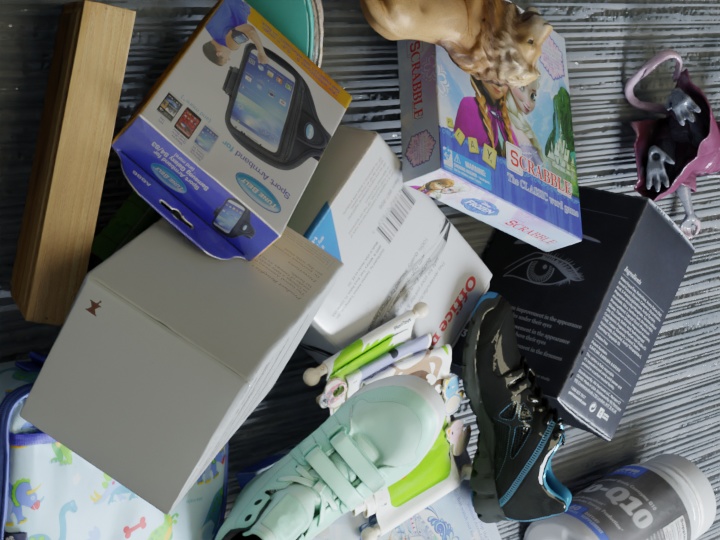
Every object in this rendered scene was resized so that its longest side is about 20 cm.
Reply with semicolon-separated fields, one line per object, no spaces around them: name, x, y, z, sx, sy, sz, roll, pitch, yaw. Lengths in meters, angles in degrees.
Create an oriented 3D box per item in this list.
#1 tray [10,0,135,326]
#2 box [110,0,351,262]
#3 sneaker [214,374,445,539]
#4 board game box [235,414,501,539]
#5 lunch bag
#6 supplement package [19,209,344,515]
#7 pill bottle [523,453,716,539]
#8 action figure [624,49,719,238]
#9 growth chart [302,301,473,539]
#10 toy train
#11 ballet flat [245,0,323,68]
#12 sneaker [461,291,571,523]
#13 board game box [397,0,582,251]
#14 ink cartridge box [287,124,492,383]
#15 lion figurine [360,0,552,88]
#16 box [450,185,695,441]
tray;-0.189;-0.072;0.904;0.037;0.099;0.201;11;95;-21
box;-0.084;-0.095;0.934;0.119;0.041;0.200;40;37;-15
sneaker;-0.023;0.160;1.007;0.074;0.200;0.118;48;25;-7
board game box;0.019;0.220;1.172;0.199;0.043;0.200;-23;93;-32
lunch bag;-0.186;0.136;0.985;0.200;0.082;0.161;-2;101;-45
supplement package;-0.110;0.042;0.913;0.117;0.117;0.200;-58;177;26
pill bottle;0.272;0.268;1.442;0.200;0.114;0.114;-21;116;-39
action figure;0.338;-0.125;1.429;0.200;0.134;0.149;-3;61;-56
growth chart;0.031;0.122;1.119;0.145;0.018;0.200;-35;127;-28
toy train;-0.141;-0.053;0.988;0.200;0.042;0.056;-55;165;-18
ballet flat;-0.058;-0.222;1.019;0.067;0.068;0.201;-54;141;-57
sneaker;0.132;0.114;1.167;0.073;0.082;0.201;-40;126;-65
board game box;0.107;-0.138;1.156;0.200;0.041;0.200;21;59;-46
ink cartridge box;0.000;0.000;1.120;0.145;0.084;0.200;-56;133;-16
lion figurine;0.050;-0.197;1.036;0.200;0.072;0.123;-2;72;-36
box;0.187;0.030;1.266;0.104;0.148;0.200;37;76;-43
